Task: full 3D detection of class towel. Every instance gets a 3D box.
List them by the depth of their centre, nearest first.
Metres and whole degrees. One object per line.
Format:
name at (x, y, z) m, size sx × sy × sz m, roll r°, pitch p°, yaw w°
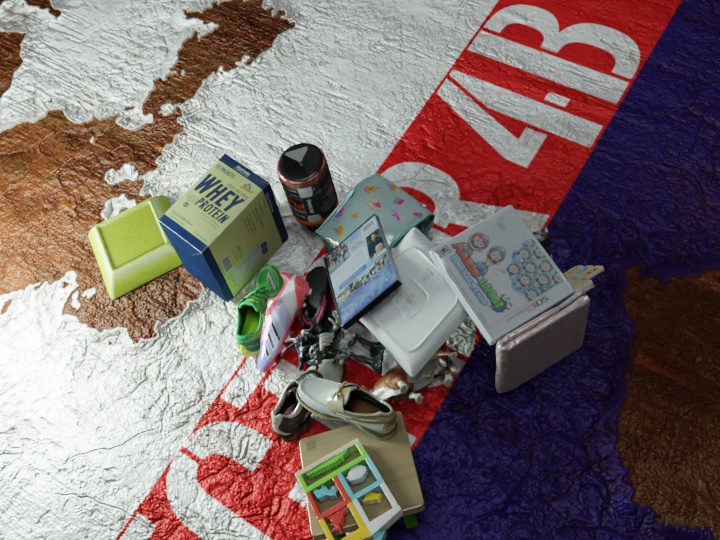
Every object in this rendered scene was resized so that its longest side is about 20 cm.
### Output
towel at (0.321, 0.131, 1.538) m, size 0.189 × 0.201 × 0.032 m, roll -30°, pitch 59°, yaw -9°

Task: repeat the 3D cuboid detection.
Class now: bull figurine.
bull figurine at (0.095, 0.203, 1.598) m, size 0.198 × 0.066 × 0.121 m, roll -34°, pitch 18°, yaw -18°

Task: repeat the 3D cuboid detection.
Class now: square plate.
square plate at (0.093, 0.053, 1.563) m, size 0.199 × 0.028 × 0.200 m, roll -48°, pitch 62°, yaw 7°

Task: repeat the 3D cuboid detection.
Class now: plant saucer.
plant saucer at (-0.496, -0.066, 1.898) m, size 0.197 × 0.048 × 0.201 m, roll -27°, pitch 59°, yaw -6°

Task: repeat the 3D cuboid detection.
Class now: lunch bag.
lunch bag at (0.035, -0.086, 1.769) m, size 0.170 × 0.122 × 0.200 m, roll 38°, pitch 78°, yaw 28°

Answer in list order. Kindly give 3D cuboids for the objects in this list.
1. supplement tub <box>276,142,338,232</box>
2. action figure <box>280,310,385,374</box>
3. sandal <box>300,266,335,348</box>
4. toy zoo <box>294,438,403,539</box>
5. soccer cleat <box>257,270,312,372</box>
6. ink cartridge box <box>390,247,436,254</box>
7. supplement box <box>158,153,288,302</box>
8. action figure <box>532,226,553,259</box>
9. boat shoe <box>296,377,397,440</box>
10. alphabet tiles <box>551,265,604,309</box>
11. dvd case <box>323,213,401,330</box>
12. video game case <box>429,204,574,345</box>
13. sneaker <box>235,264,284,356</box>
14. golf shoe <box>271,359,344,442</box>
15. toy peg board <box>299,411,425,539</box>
supplement tub at (-0.104, -0.164, 1.791) m, size 0.105 × 0.201 × 0.109 m, roll -5°, pitch 57°, yaw 8°
action figure at (-0.051, 0.134, 1.612) m, size 0.195 × 0.104 × 0.120 m, roll 7°, pitch 36°, yaw 6°
sandal at (-0.092, 0.074, 1.731) m, size 0.074 × 0.045 × 0.203 m, roll -21°, pitch 54°, yaw 20°
toy zoo at (-0.016, 0.386, 1.443) m, size 0.129 × 0.021 × 0.201 m, roll -27°, pitch 43°, yaw -10°
soccer cleat at (-0.165, 0.101, 1.700) m, size 0.075 × 0.067 × 0.203 m, roll 26°, pitch 86°, yaw -6°
ink cartridge box at (0.168, 0.016, 1.637) m, size 0.196 × 0.145 × 0.086 m, roll 0°, pitch 72°, yaw 25°
supplement box at (-0.277, -0.086, 1.778) m, size 0.133 × 0.201 × 0.200 m, roll 33°, pitch 69°, yaw 25°
action figure at (0.282, -0.028, 1.717) m, size 0.196 × 0.069 × 0.133 m, roll -11°, pitch 76°, yaw 9°
boat shoe at (-0.024, 0.231, 1.540) m, size 0.196 × 0.069 × 0.075 m, roll 18°, pitch 51°, yaw 15°
alphabet tiles at (0.353, 0.045, 1.604) m, size 0.193 × 0.200 × 0.015 m, roll -31°, pitch 96°, yaw -9°
dvd case at (0.000, 0.000, 1.619) m, size 0.142 × 0.017 × 0.202 m, roll -40°, pitch 39°, yaw 19°
video game case at (0.247, 0.004, 1.513) m, size 0.180 × 0.024 × 0.202 m, roll -29°, pitch 68°, yaw -12°
sneaker at (-0.203, 0.072, 1.740) m, size 0.072 × 0.084 × 0.203 m, roll 5°, pitch 60°, yaw 14°
golf shoe at (-0.097, 0.228, 1.627) m, size 0.076 × 0.089 × 0.201 m, roll 24°, pitch 64°, yaw 24°
toy peg board at (0.006, 0.382, 1.528) m, size 0.196 × 0.099 × 0.201 m, roll -15°, pitch 42°, yaw 1°
